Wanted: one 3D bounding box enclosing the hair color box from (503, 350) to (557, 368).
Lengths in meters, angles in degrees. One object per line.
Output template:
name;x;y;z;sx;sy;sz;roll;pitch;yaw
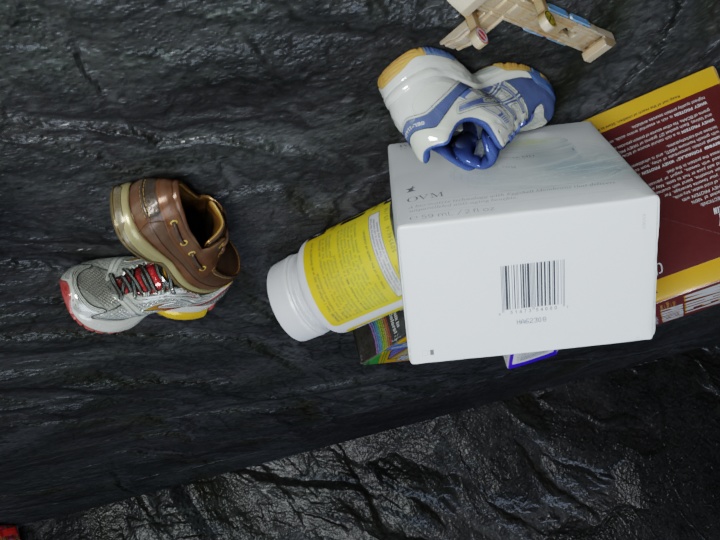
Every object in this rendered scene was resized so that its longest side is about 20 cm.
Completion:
hair color box;0.155;-0.009;0.874;0.063;0.204;0.109;-17;162;3

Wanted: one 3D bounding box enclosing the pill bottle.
pill bottle;0.000;0.000;0.914;0.197;0.117;0.114;-24;160;23

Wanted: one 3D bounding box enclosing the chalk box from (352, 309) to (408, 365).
chalk box;0.083;0.027;1.046;0.122;0.128;0.199;-2;159;-35

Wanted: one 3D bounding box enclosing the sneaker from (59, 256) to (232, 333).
sneaker;-0.212;0.007;0.838;0.082;0.079;0.198;-35;164;37

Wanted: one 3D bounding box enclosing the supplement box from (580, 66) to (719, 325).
supplement box;0.307;-0.059;0.858;0.194;0.205;0.132;-21;161;17

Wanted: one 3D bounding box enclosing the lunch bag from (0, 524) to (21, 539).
lunch bag;-1.067;0.780;2.366;0.172;0.084;0.200;-19;164;-3

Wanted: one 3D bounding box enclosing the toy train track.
toy train track;0.138;-0.183;0.625;0.197;0.033;0.114;1;156;-44

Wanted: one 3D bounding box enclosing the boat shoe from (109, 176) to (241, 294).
boat shoe;-0.152;-0.030;0.763;0.066;0.074;0.200;-17;160;11

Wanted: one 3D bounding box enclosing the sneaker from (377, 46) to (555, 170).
sneaker;0.098;-0.120;0.683;0.197;0.090;0.075;-5;158;-40

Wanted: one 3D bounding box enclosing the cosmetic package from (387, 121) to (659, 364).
cosmetic package;0.127;-0.034;0.708;0.194;0.126;0.201;-6;-155;2
